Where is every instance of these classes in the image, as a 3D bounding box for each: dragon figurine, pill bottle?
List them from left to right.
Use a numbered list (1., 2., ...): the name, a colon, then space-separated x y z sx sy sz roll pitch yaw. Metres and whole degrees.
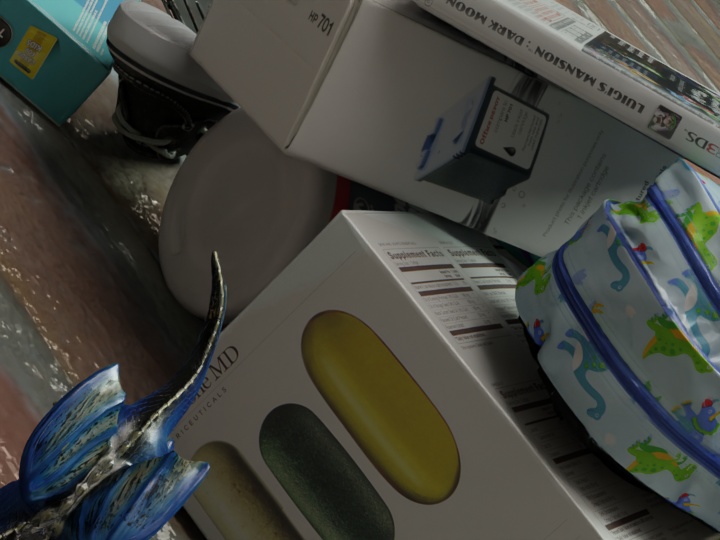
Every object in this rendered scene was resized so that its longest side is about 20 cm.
1. dragon figurine: -0.097 0.075 0.801 0.059 0.200 0.099 46 -18 -4
2. pill bottle: 0.000 0.000 1.164 0.199 0.120 0.120 27 27 -43

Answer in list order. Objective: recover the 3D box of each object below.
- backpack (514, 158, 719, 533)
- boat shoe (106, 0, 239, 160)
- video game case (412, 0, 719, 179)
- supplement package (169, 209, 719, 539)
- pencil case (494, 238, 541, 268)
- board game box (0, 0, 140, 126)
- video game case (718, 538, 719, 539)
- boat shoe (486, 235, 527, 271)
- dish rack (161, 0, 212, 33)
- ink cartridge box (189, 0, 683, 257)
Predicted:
1. backpack: 0.155 0.038 0.953 0.199 0.154 0.164 13 43 -35
2. boat shoe: -0.097 -0.090 1.162 0.072 0.071 0.200 36 3 13
3. video game case: 0.115 -0.096 1.023 0.181 0.023 0.200 30 12 4
4. supplement package: 0.031 0.096 0.991 0.200 0.152 0.150 51 19 15
5. pencil case: 0.134 -0.020 1.159 0.093 0.085 0.200 58 -8 -28
6. board game box: -0.214 -0.186 1.189 0.200 0.047 0.151 41 21 -15
7. video game case: 0.188 0.075 1.228 0.018 0.144 0.201 -4 37 -6
8. boat shoe: 0.058 -0.036 1.286 0.198 0.067 0.074 3 16 -10
9. dish rack: -0.042 -0.167 1.373 0.199 0.055 0.154 11 41 -41
10. ink cartridge box: 0.036 -0.085 1.054 0.199 0.086 0.146 19 15 -30
